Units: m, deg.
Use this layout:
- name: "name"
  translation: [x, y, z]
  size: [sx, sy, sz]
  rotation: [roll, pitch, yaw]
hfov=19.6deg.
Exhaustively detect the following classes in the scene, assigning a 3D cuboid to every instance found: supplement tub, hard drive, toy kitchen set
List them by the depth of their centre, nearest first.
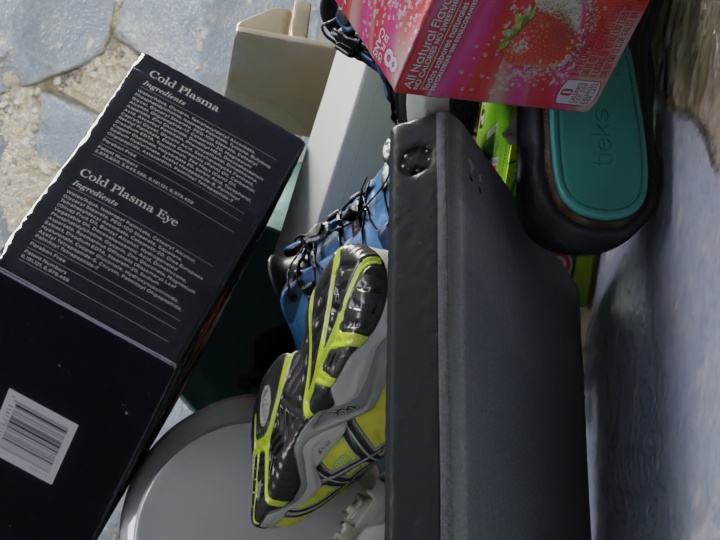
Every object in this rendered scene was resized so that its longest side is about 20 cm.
- name: "hard drive"
  translation: [0.051, 0.059, 0.800]
  size: [0.140, 0.033, 0.201]
  rotation: [50, -147, -47]
- name: "supplement tub"
  translation: [-0.055, 0.141, 1.128]
  size: [0.200, 0.144, 0.146]
  rotation: [131, 148, -87]
- name: "toy kitchen set"
  translation: [0.000, -0.157, 1.334]
  size: [0.181, 0.162, 0.201]
  rotation: [-88, 9, -46]

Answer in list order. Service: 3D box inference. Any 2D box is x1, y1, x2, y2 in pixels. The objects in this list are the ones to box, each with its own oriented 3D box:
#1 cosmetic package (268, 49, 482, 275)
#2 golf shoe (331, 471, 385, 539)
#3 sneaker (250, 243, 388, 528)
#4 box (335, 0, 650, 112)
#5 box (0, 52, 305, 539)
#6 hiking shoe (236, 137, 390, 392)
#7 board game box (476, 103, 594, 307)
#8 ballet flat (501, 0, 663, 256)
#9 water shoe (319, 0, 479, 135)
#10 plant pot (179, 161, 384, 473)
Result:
- name: "cosmetic package"
  translation: [0.023, -0.079, 1.086]
  size: [0.051, 0.082, 0.201]
  rotation: [27, 101, 68]
- name: "golf shoe"
  translation: [0.007, 0.187, 0.978]
  size: [0.078, 0.097, 0.201]
  rotation: [-32, -35, -73]
- name: "sneaker"
  translation: [0.000, 0.065, 0.946]
  size: [0.200, 0.076, 0.076]
  rotation: [124, 149, -53]
- name: "box"
  translation: [0.067, -0.167, 0.744]
  size: [0.100, 0.095, 0.201]
  rotation: [60, 136, 41]
- name: "box"
  translation: [-0.133, 0.025, 1.098]
  size: [0.200, 0.104, 0.183]
  rotation: [-60, 3, 45]
- name: "hiking shoe"
  translation: [0.000, 0.000, 1.002]
  size: [0.075, 0.086, 0.201]
  rotation: [-90, 14, -53]
- name: "board game box"
  translation: [0.088, -0.091, 0.953]
  size: [0.102, 0.047, 0.201]
  rotation: [-129, 48, -81]
- name: "ballet flat"
  translation: [0.090, -0.097, 0.856]
  size: [0.073, 0.073, 0.201]
  rotation: [114, 161, -68]
- name: "water shoe"
  translation: [0.018, -0.098, 0.902]
  size: [0.200, 0.078, 0.072]
  rotation: [-69, -9, -72]
- name: "plant pot"
  translation: [-0.016, 0.013, 1.259]
  size: [0.134, 0.200, 0.201]
  rotation: [-50, -17, -41]
